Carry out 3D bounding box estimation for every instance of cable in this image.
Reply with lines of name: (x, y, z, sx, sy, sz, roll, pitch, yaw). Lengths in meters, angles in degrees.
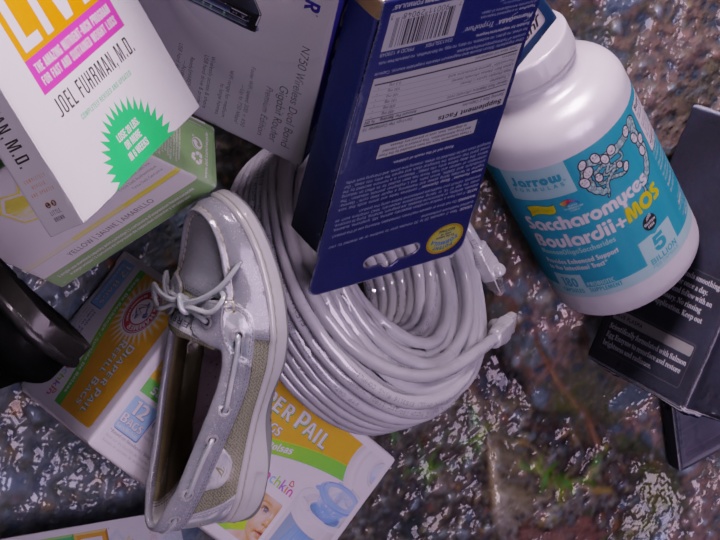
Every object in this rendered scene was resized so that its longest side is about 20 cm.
cable: (0.000, 0.000, 1.317, 0.201, 0.069, 0.200, 59, 35, -11)

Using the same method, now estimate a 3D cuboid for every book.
book: (-0.173, -0.133, 1.085, 0.201, 0.048, 0.134, 59, 33, -16)

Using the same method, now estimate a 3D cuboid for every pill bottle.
pill bottle: (0.143, -0.074, 1.424, 0.111, 0.111, 0.201, -41, 124, -14)

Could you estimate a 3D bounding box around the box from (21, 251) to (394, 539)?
box: (-0.093, 0.095, 1.333, 0.200, 0.101, 0.113, 41, 83, -36)

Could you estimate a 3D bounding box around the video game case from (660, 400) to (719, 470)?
video game case: (0.280, 0.036, 1.612, 0.142, 0.019, 0.201, -23, 117, -25)

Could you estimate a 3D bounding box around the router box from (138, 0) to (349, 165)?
router box: (-0.085, -0.173, 1.151, 0.049, 0.179, 0.201, -57, 169, -38)

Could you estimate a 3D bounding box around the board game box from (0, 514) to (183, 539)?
board game box: (-0.193, 0.230, 1.315, 0.199, 0.034, 0.135, -7, 75, -31)

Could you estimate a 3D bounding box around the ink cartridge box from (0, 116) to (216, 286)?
ink cartridge box: (-0.199, -0.070, 1.185, 0.199, 0.145, 0.048, 25, 49, -39)

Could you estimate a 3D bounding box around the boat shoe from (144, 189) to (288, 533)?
boat shoe: (-0.088, 0.055, 1.215, 0.064, 0.074, 0.203, -11, 118, -35)

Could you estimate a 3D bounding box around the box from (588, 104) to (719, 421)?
box: (0.299, 0.014, 1.532, 0.196, 0.117, 0.201, 19, 96, -36)

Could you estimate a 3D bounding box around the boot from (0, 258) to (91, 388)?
boot: (-0.235, 0.069, 1.170, 0.079, 0.211, 0.158, 42, 78, -17)

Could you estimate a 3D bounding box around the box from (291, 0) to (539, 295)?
box: (0.028, -0.082, 1.187, 0.121, 0.032, 0.201, -17, 137, -36)

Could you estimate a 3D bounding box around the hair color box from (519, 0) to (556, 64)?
hair color box: (0.020, -0.196, 1.207, 0.061, 0.100, 0.200, -50, 134, -9)
